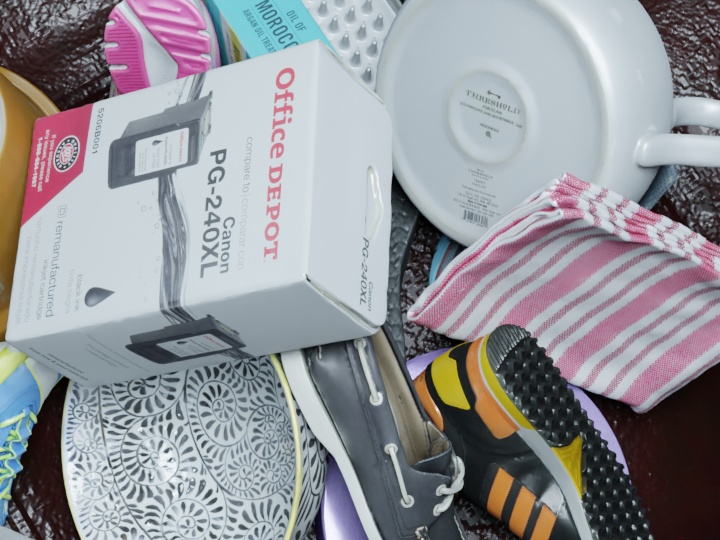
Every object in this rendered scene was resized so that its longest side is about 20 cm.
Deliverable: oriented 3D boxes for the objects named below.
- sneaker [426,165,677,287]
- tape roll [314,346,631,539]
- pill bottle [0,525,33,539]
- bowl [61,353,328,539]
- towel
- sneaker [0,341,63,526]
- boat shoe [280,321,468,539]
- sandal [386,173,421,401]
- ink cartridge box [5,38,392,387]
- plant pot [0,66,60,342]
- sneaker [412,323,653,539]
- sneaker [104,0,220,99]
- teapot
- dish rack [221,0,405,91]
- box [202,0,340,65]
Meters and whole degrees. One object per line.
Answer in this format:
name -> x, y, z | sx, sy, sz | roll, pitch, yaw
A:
sneaker -> 0.127, -0.031, 0.979 | 0.200, 0.095, 0.080 | -40, 99, -14
tape roll -> 0.071, 0.153, 0.949 | 0.197, 0.066, 0.203 | 1, 74, -5
pill bottle -> -0.226, 0.261, 0.859 | 0.113, 0.114, 0.201 | 30, 83, 3
bowl -> -0.085, 0.108, 0.913 | 0.199, 0.094, 0.204 | 0, 90, 37
towel -> 0.145, 0.024, 0.880 | 0.198, 0.146, 0.030 | 22, 47, -26
sneaker -> -0.232, 0.114, 0.920 | 0.199, 0.076, 0.106 | -33, 92, 8
boat shoe -> 0.026, 0.109, 0.856 | 0.060, 0.074, 0.202 | -24, 101, 20
sandal -> -0.001, 0.000, 0.946 | 0.074, 0.048, 0.203 | 6, 65, 1
ink cartridge box -> -0.088, -0.028, 0.826 | 0.198, 0.083, 0.147 | -12, 61, 27
plant pot -> -0.267, -0.056, 0.908 | 0.197, 0.183, 0.203 | 1, 75, -5
sneaker -> 0.103, 0.130, 0.898 | 0.201, 0.089, 0.070 | 59, 37, -10
sneaker -> -0.125, -0.101, 0.954 | 0.080, 0.202, 0.089 | 11, 34, -4
teapot -> 0.118, -0.108, 0.909 | 0.145, 0.197, 0.202 | -24, 83, -48
dish rack -> -0.025, -0.141, 1.028 | 0.171, 0.044, 0.201 | -31, 80, -12
box -> -0.053, -0.134, 0.941 | 0.049, 0.083, 0.201 | -28, 66, -11
